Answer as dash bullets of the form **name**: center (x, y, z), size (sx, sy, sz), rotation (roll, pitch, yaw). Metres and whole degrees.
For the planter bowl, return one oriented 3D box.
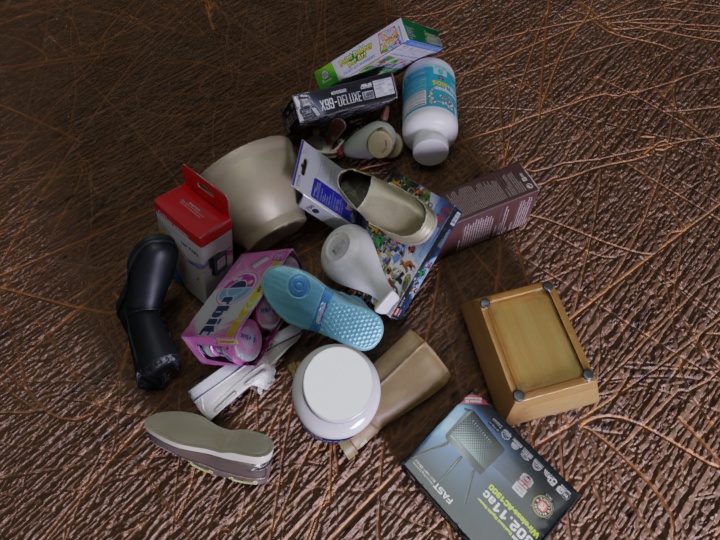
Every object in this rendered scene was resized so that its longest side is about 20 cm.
- **planter bowl**: center (-0.174, -0.116, 0.927), size (0.198, 0.200, 0.137), rotation (-29, 87, -13)

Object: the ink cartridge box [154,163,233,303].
- **ink cartridge box**: center (-0.269, -0.055, 0.872), size (0.115, 0.202, 0.067), rotation (34, 50, 21)

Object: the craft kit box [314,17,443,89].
- **craft kit box**: center (0.039, -0.404, 1.028), size (0.195, 0.199, 0.049), rotation (-23, 95, 30)

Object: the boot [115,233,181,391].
- **boot**: center (-0.315, 0.070, 0.832), size (0.075, 0.201, 0.170), rotation (0, 47, -45)

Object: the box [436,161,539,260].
- **box**: center (0.201, -0.101, 0.937), size (0.196, 0.101, 0.076), rotation (-23, 61, -11)

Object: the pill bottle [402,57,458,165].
- **pill bottle**: center (0.135, -0.307, 1.049), size (0.108, 0.112, 0.204), rotation (1, 61, 3)

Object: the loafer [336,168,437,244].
- **loafer**: center (0.031, -0.103, 0.843), size (0.198, 0.068, 0.077), rotation (30, 96, 33)

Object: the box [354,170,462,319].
- **box**: center (0.059, -0.043, 0.877), size (0.136, 0.037, 0.203), rotation (35, 99, 32)

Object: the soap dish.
- **soap dish**: center (0.258, 0.117, 0.820), size (0.154, 0.082, 0.204), rotation (-13, 62, -4)

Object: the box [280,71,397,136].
- **box**: center (-0.045, -0.317, 1.030), size (0.196, 0.157, 0.051), rotation (-19, 100, -14)

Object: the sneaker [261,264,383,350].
- **sneaker**: center (-0.063, 0.054, 0.834), size (0.197, 0.131, 0.081), rotation (31, 90, -7)

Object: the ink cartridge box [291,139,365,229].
- **ink cartridge box**: center (-0.044, -0.129, 0.927), size (0.039, 0.198, 0.101), rotation (-20, 49, 42)

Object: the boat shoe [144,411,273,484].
- **boat shoe**: center (-0.222, 0.258, 0.775), size (0.195, 0.061, 0.072), rotation (12, 21, 7)

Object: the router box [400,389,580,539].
- **router box**: center (0.173, 0.291, 0.738), size (0.149, 0.063, 0.200), rotation (-40, 66, -17)

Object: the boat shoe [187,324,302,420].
- **boat shoe**: center (-0.166, 0.159, 0.837), size (0.198, 0.071, 0.071), rotation (-34, 91, -19)

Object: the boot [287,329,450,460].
- **boot**: center (0.011, 0.160, 0.823), size (0.199, 0.066, 0.176), rotation (-36, 77, -16)

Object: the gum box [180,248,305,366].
- **gum box**: center (-0.178, 0.058, 0.835), size (0.111, 0.067, 0.202), rotation (-4, 40, 31)

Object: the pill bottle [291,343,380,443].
- **pill bottle**: center (-0.032, 0.157, 0.678), size (0.108, 0.201, 0.114), rotation (1, 70, -4)

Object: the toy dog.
- **toy dog**: center (-0.010, -0.266, 1.031), size (0.195, 0.132, 0.099), rotation (-1, 101, -5)

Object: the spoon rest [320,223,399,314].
- **spoon rest**: center (0.000, 0.000, 0.855), size (0.100, 0.060, 0.201), rotation (-47, 48, 7)
